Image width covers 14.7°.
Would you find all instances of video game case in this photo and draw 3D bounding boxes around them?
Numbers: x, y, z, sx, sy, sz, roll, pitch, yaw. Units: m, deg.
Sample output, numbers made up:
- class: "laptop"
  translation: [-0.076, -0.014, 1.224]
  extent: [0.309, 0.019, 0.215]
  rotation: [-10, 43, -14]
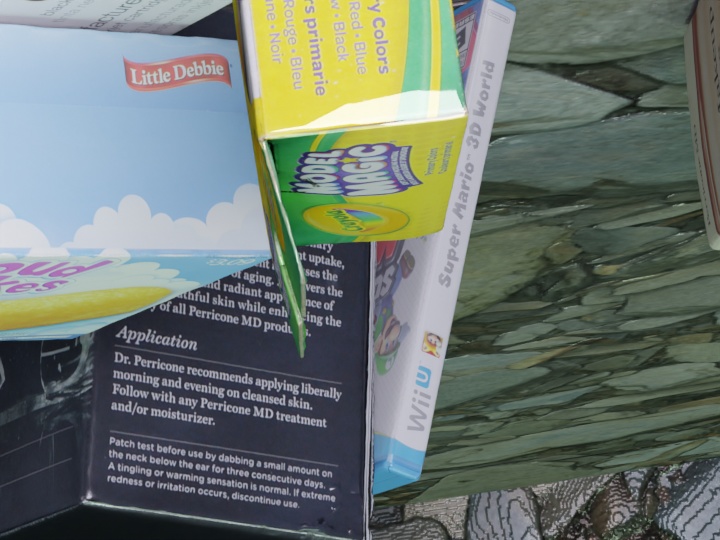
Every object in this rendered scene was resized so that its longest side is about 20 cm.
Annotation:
- class: "video game case"
  translation: [0.000, 0.000, 1.118]
  extent: [0.018, 0.201, 0.143]
  rotation: [23, 156, -25]

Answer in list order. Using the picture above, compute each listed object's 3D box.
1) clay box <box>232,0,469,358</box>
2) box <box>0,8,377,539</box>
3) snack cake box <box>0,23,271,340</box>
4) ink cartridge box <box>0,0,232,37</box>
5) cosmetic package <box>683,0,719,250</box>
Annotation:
- class: "clay box"
  translation: [-0.009, -0.088, 0.624]
  extent: [0.047, 0.201, 0.115]
  rotation: [-8, 170, -2]
- class: "box"
  translation: [-0.091, 0.020, 1.092]
  extent: [0.124, 0.197, 0.200]
  rotation: [12, 160, -28]
- class: "snack cake box"
  translation: [-0.137, -0.022, 0.776]
  extent: [0.200, 0.067, 0.115]
  rotation: [0, 168, -38]
- class: "ink cartridge box"
  translation: [-0.153, -0.099, 0.767]
  extent: [0.200, 0.084, 0.145]
  rotation: [1, 167, -39]
- class: "cosmetic package"
  translation: [0.183, -0.078, 1.089]
  extent: [0.087, 0.104, 0.200]
  rotation: [-6, 168, -1]
